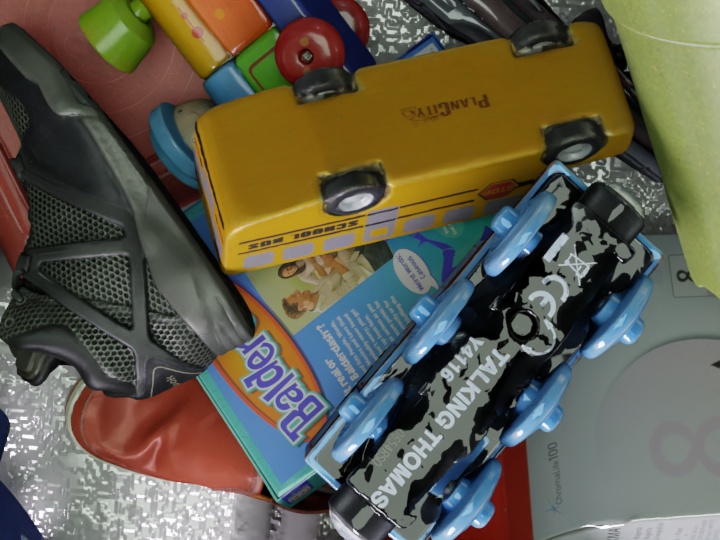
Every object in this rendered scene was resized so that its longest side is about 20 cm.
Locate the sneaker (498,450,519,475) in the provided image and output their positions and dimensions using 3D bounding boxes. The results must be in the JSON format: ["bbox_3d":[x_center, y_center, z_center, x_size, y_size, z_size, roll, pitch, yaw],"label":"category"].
[{"bbox_3d":[0.133,0.142,1.057,0.199,0.072,0.083,27,123,9],"label":"sneaker"}]

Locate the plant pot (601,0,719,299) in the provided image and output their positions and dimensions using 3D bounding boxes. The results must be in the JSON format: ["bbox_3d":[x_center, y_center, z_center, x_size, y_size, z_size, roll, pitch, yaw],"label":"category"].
[{"bbox_3d":[0.198,-0.089,0.913,0.198,0.200,0.192,-10,116,2],"label":"plant pot"}]

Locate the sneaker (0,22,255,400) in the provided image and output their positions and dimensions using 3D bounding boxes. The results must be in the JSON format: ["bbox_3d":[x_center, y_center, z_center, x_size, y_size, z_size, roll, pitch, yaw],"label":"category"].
[{"bbox_3d":[-0.149,-0.021,0.980,0.114,0.076,0.200,-34,82,-1],"label":"sneaker"}]

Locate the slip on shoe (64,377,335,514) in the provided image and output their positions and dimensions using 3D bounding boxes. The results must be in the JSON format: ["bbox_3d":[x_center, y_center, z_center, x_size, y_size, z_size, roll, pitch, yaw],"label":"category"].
[{"bbox_3d":[-0.058,0.088,1.056,0.198,0.061,0.075,13,100,0],"label":"slip on shoe"}]

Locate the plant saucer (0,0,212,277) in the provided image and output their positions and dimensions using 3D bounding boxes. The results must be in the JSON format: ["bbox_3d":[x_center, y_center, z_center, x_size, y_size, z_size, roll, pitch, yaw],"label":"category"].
[{"bbox_3d":[-0.135,-0.121,1.039,0.198,0.037,0.201,-25,98,4],"label":"plant saucer"}]

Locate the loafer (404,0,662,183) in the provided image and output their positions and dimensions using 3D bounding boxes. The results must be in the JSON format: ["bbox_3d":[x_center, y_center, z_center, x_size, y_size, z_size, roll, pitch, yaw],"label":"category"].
[{"bbox_3d":[0.094,-0.123,1.023,0.199,0.072,0.063,36,92,-2],"label":"loafer"}]

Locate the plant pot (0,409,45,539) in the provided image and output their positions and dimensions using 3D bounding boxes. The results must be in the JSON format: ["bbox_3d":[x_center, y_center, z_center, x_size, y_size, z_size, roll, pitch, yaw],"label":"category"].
[{"bbox_3d":[-0.254,0.175,0.983,0.198,0.200,0.182,-8,111,3],"label":"plant pot"}]

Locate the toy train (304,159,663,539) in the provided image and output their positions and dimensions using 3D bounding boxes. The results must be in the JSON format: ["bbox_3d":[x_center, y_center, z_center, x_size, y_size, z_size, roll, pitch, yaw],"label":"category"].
[{"bbox_3d":[0.055,0.041,0.924,0.087,0.114,0.200,39,89,-4],"label":"toy train"}]

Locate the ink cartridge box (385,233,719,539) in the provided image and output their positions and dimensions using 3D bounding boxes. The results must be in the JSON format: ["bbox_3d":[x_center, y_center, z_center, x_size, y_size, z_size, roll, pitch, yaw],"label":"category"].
[{"bbox_3d":[0.103,0.062,1.013,0.198,0.057,0.164,-1,57,-3],"label":"ink cartridge box"}]

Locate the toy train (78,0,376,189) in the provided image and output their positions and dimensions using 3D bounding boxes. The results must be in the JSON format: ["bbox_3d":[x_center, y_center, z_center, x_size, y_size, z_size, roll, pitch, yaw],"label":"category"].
[{"bbox_3d":[-0.093,-0.145,0.983,0.115,0.085,0.201,-36,97,18],"label":"toy train"}]

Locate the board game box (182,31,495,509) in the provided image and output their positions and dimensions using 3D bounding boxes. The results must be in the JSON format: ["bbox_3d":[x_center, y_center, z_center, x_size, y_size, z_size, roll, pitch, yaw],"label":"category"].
[{"bbox_3d":[0.000,0.000,1.018,0.199,0.045,0.153,-34,77,-2],"label":"board game box"}]

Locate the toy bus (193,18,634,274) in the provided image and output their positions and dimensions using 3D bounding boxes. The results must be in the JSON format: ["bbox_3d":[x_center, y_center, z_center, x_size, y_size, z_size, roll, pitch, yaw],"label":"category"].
[{"bbox_3d":[0.024,-0.058,0.951,0.198,0.078,0.066,-13,68,-10],"label":"toy bus"}]
